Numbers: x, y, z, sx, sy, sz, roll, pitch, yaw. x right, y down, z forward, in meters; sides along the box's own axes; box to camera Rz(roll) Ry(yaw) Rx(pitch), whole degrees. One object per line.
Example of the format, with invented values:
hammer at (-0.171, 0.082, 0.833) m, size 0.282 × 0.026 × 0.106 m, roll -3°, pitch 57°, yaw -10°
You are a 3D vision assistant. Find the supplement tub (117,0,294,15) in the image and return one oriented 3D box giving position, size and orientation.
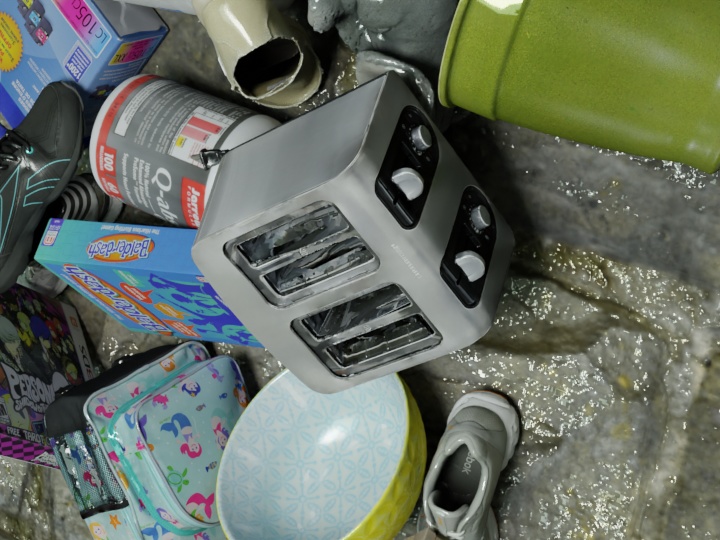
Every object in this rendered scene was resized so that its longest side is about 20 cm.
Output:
supplement tub at (-0.150, -0.280, 1.127) m, size 0.198 × 0.131 × 0.134 m, roll 16°, pitch 112°, yaw 31°

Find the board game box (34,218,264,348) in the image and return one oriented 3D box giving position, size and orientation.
board game box at (-0.168, 0.013, 1.218) m, size 0.198 × 0.152 × 0.046 m, roll 5°, pitch 66°, yaw 33°

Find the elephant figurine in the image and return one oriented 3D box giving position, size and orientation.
elephant figurine at (0.039, -0.153, 1.056) m, size 0.140 × 0.155 × 0.203 m, roll -20°, pitch 107°, yaw -7°

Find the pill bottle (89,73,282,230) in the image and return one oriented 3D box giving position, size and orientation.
pill bottle at (-0.125, -0.088, 1.174) m, size 0.198 × 0.115 × 0.118 m, roll 22°, pitch 115°, yaw 27°

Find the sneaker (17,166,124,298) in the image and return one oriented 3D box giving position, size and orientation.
sneaker at (-0.323, -0.024, 1.326) m, size 0.076 × 0.115 × 0.200 m, roll 52°, pitch 125°, yaw 9°

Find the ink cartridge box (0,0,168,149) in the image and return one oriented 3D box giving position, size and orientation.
ink cartridge box at (-0.285, -0.200, 1.277) m, size 0.137 × 0.076 × 0.200 m, roll 52°, pitch 126°, yaw 11°

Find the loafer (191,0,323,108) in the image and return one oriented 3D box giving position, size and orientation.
loafer at (-0.076, -0.165, 1.074) m, size 0.075 × 0.200 × 0.069 m, roll -27°, pitch 72°, yaw 8°

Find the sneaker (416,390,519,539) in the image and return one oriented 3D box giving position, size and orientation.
sneaker at (0.075, 0.203, 1.133) m, size 0.075 × 0.092 × 0.203 m, roll 15°, pitch 113°, yaw 19°

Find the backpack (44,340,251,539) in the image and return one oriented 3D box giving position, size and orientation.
backpack at (-0.171, 0.180, 1.247) m, size 0.149 × 0.177 × 0.203 m, roll -10°, pitch 102°, yaw 40°

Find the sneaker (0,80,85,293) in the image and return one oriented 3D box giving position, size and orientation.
sneaker at (-0.307, -0.077, 1.198) m, size 0.075 × 0.079 × 0.202 m, roll 25°, pitch 90°, yaw 46°

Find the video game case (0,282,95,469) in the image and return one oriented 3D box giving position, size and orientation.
video game case at (-0.310, 0.094, 1.274) m, size 0.036 × 0.200 × 0.183 m, roll -29°, pitch 64°, yaw 14°

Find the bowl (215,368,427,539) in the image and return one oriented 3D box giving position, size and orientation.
bowl at (-0.015, 0.178, 1.169) m, size 0.198 × 0.202 × 0.108 m, roll -10°, pitch 141°, yaw 35°

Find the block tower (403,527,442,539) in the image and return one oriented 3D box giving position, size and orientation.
block tower at (0.097, 0.291, 1.118) m, size 0.199 × 0.058 × 0.054 m, roll 40°, pitch 137°, yaw -15°

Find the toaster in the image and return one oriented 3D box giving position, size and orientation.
toaster at (-0.012, -0.023, 1.007) m, size 0.198 × 0.120 × 0.181 m, roll -21°, pitch 124°, yaw 30°

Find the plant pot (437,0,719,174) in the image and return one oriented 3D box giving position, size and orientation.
plant pot at (0.180, -0.162, 0.916) m, size 0.191 × 0.200 × 0.202 m, roll 27°, pitch 118°, yaw 12°
